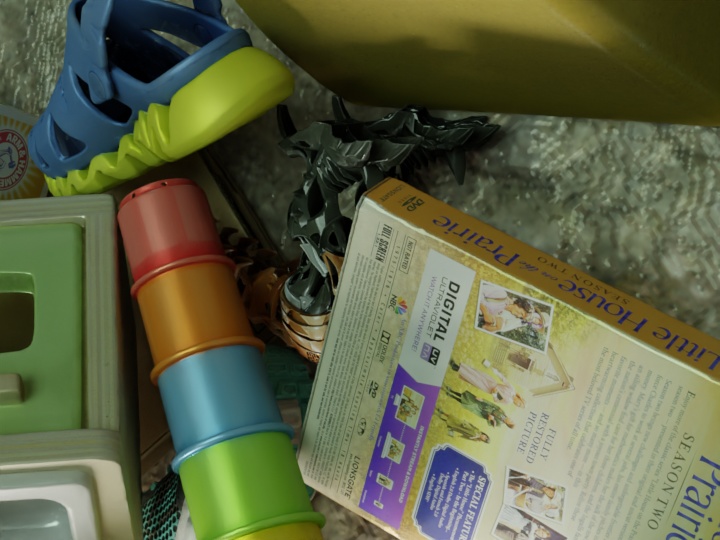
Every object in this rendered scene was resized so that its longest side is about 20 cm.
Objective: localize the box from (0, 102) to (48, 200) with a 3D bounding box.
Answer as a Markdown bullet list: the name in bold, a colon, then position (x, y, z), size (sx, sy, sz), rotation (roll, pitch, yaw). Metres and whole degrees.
- **box**: position (-0.264, -0.054, 0.875), size (0.200, 0.101, 0.113), rotation (18, 90, 39)

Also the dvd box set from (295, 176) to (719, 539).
- **dvd box set**: position (0.074, 0.068, 0.655), size (0.200, 0.029, 0.147), rotation (27, 126, 20)

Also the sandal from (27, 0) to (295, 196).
- **sandal**: position (-0.101, -0.087, 0.745), size (0.200, 0.079, 0.087), rotation (-18, 104, 58)

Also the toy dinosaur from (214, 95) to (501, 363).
- **toy dinosaur**: position (0.000, 0.000, 0.728), size (0.199, 0.102, 0.136), rotation (10, 106, 6)

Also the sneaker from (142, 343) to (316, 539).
- **sneaker**: position (-0.085, 0.123, 0.780), size (0.091, 0.078, 0.201), rotation (23, 94, 37)

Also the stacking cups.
- **stacking cups**: position (-0.063, 0.059, 0.703), size (0.060, 0.060, 0.200), rotation (-31, 69, 26)

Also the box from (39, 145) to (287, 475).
- **box**: position (-0.132, 0.020, 0.847), size (0.200, 0.021, 0.164), rotation (-42, 65, 22)

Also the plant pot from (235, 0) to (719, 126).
- **plant pot**: position (0.041, -0.174, 0.671), size (0.200, 0.176, 0.201), rotation (7, 89, 32)

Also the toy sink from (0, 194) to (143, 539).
- **toy sink**: position (-0.161, 0.075, 0.712), size (0.130, 0.112, 0.200), rotation (-3, 52, -4)
